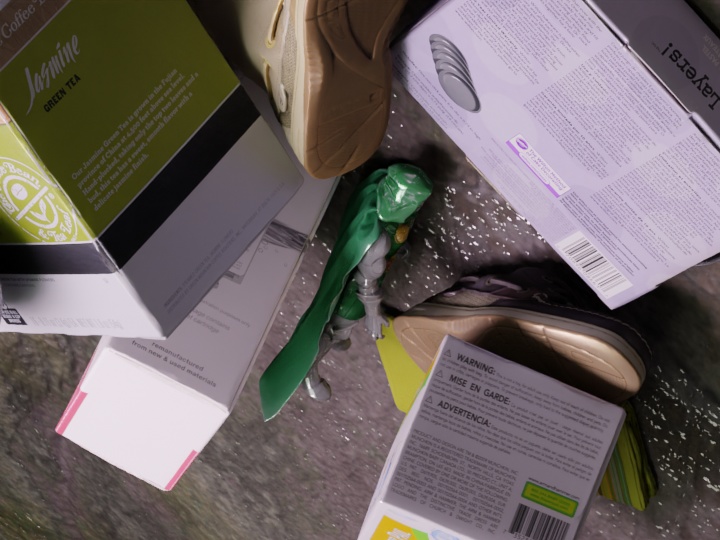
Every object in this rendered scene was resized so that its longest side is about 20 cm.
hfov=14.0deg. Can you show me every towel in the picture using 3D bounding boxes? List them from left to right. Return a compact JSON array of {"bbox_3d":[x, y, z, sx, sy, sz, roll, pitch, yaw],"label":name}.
[{"bbox_3d":[0.092,0.082,1.798,0.199,0.018,0.086,20,140,37],"label":"towel"}]

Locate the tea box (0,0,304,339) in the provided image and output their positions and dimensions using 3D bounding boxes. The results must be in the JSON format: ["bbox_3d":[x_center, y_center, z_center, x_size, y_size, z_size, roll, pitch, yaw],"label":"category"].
[{"bbox_3d":[-0.174,-0.078,1.582,0.199,0.134,0.197,-1,130,50],"label":"tea box"}]

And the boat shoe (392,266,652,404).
[{"bbox_3d":[0.097,0.031,1.668,0.072,0.065,0.199,51,154,-24],"label":"boat shoe"}]

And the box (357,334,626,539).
[{"bbox_3d":[0.070,0.121,1.674,0.112,0.102,0.200,23,167,2],"label":"box"}]

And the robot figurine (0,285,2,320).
[{"bbox_3d":[-0.279,-0.008,1.542,0.200,0.125,0.150,43,157,-2],"label":"robot figurine"}]

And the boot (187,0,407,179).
[{"bbox_3d":[-0.039,-0.168,1.550,0.156,0.072,0.201,49,148,36],"label":"boot"}]

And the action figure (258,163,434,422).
[{"bbox_3d":[0.000,0.000,1.737,0.054,0.119,0.200,22,142,-5],"label":"action figure"}]

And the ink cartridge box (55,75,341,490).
[{"bbox_3d":[-0.090,0.009,1.723,0.082,0.201,0.147,27,152,-5],"label":"ink cartridge box"}]

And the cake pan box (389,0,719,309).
[{"bbox_3d":[0.123,-0.080,1.505,0.200,0.052,0.184,46,154,-4],"label":"cake pan box"}]
